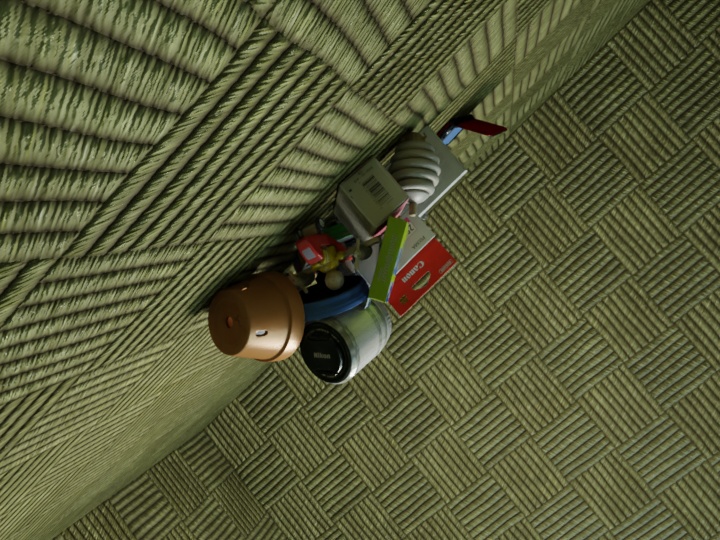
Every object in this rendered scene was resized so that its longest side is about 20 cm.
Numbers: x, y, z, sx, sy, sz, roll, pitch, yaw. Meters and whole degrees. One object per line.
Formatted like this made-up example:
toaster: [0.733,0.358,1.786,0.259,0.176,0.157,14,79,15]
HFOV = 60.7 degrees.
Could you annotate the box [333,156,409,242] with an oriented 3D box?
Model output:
box: [0.021,-0.151,1.427,0.109,0.128,0.200,-41,176,-12]

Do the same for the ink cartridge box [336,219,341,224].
ink cartridge box: [0.023,-0.179,1.690,0.199,0.044,0.094,-43,173,2]

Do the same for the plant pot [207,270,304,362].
plant pot: [-0.239,0.105,1.342,0.200,0.202,0.139,-44,157,30]

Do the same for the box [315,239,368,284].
box: [0.000,0.000,1.643,0.194,0.126,0.200,-26,168,-21]

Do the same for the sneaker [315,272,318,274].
sneaker: [-0.078,-0.064,1.803,0.198,0.076,0.078,-34,-177,-3]

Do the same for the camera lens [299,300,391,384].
camera lens: [-0.035,0.154,1.431,0.160,0.161,0.199,-45,172,38]

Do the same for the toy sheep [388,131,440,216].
toy sheep: [0.125,-0.224,1.429,0.134,0.206,0.138,-2,169,0]

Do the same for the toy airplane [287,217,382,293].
toy airplane: [-0.064,-0.019,1.397,0.194,0.144,0.201,-5,155,-19]

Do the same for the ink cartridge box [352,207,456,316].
ink cartridge box: [0.108,-0.018,1.490,0.200,0.174,0.044,-44,176,5]

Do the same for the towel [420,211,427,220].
towel: [0.163,-0.234,1.681,0.200,0.034,0.198,-111,-154,-85]

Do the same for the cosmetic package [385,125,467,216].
cosmetic package: [0.149,-0.238,1.557,0.200,0.151,0.052,-43,174,17]

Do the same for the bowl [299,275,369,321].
bowl: [-0.076,0.060,1.420,0.196,0.040,0.201,-17,-168,4]

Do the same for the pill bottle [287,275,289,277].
pill bottle: [-0.239,0.118,1.770,0.199,0.113,0.112,-42,175,4]

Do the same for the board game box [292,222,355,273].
board game box: [-0.089,-0.058,1.618,0.150,0.041,0.200,-21,166,-23]

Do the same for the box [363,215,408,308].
box: [0.059,-0.011,1.357,0.122,0.047,0.205,15,90,-84]

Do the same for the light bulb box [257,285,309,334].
light bulb box: [-0.178,0.118,1.601,0.200,0.193,0.128,120,-19,-74]

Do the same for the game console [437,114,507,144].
game console: [0.309,-0.382,1.785,0.172,0.119,0.199,-45,174,30]
